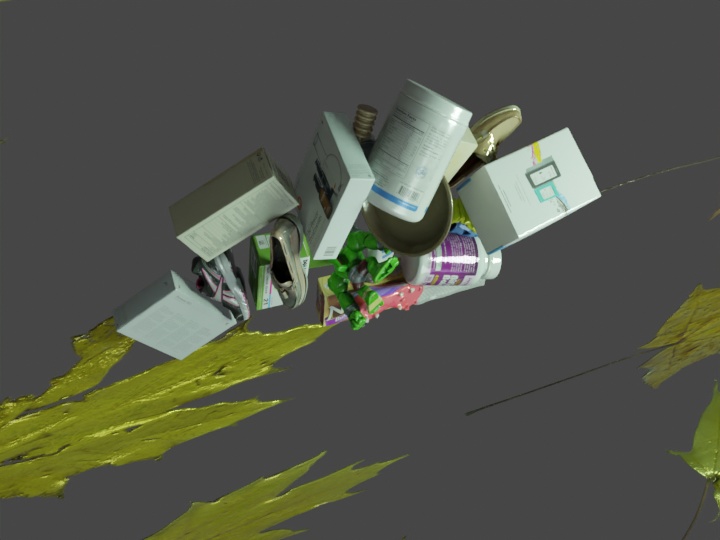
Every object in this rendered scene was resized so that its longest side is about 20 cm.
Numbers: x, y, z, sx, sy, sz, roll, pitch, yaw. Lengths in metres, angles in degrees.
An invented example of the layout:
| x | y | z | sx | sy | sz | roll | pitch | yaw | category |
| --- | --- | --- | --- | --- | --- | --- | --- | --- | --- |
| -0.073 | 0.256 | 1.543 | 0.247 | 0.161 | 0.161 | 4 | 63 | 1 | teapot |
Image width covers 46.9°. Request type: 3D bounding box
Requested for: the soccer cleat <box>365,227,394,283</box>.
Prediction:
| x | y | z | sx | sy | sz | roll | pitch | yaw | category |
| --- | --- | --- | --- | --- | --- | --- | --- | --- | --- |
| 0.040 | -0.055 | 1.686 | 0.085 | 0.071 | 0.201 | 17 | 133 | -21 | soccer cleat |

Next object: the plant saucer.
| x | y | z | sx | sy | sz | roll | pitch | yaw | category |
| --- | --- | --- | --- | --- | --- | --- | --- | --- | --- |
| 0.085 | -0.125 | 1.497 | 0.029 | 0.201 | 0.201 | -26 | 161 | -49 | plant saucer |

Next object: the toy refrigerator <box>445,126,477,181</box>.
| x | y | z | sx | sy | sz | roll | pitch | yaw | category |
| --- | --- | --- | --- | --- | --- | --- | --- | --- | --- |
| 0.121 | -0.190 | 1.518 | 0.069 | 0.077 | 0.201 | 5 | 139 | -37 | toy refrigerator |

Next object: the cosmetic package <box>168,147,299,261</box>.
| x | y | z | sx | sy | sz | roll | pitch | yaw | category |
| --- | --- | --- | --- | --- | --- | --- | --- | --- | --- |
| -0.215 | -0.110 | 1.418 | 0.197 | 0.074 | 0.104 | -29 | 148 | 9 | cosmetic package |

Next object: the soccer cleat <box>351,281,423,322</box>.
| x | y | z | sx | sy | sz | roll | pitch | yaw | category |
| --- | --- | --- | --- | --- | --- | --- | --- | --- | --- |
| 0.052 | 0.051 | 1.748 | 0.198 | 0.076 | 0.068 | -19 | 137 | -40 | soccer cleat |

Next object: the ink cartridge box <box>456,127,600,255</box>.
| x | y | z | sx | sy | sz | roll | pitch | yaw | category |
| --- | --- | --- | --- | --- | --- | --- | --- | --- | --- |
| 0.315 | -0.148 | 1.566 | 0.197 | 0.148 | 0.147 | -25 | 176 | -19 | ink cartridge box |

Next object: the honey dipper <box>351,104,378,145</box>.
| x | y | z | sx | sy | sz | roll | pitch | yaw | category |
| --- | --- | --- | --- | --- | --- | --- | --- | --- | --- |
| -0.013 | -0.182 | 1.418 | 0.037 | 0.038 | 0.203 | -2 | 123 | -31 | honey dipper |

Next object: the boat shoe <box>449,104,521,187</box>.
| x | y | z | sx | sy | sz | roll | pitch | yaw | category |
| --- | --- | --- | --- | --- | --- | --- | --- | --- | --- |
| 0.223 | -0.223 | 1.540 | 0.199 | 0.070 | 0.073 | -37 | 146 | 21 | boat shoe |

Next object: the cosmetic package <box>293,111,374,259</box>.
| x | y | z | sx | sy | sz | roll | pitch | yaw | category |
| --- | --- | --- | --- | --- | --- | --- | --- | --- | --- |
| -0.053 | -0.141 | 1.405 | 0.051 | 0.153 | 0.201 | -1 | 142 | -26 | cosmetic package |

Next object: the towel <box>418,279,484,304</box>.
| x | y | z | sx | sy | sz | roll | pitch | yaw | category |
| --- | --- | --- | --- | --- | --- | --- | --- | --- | --- |
| 0.216 | -0.004 | 1.896 | 0.196 | 0.033 | 0.193 | -15 | 147 | -16 | towel |

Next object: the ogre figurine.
| x | y | z | sx | sy | sz | roll | pitch | yaw | category |
| --- | --- | --- | --- | --- | --- | --- | --- | --- | --- |
| 0.000 | 0.000 | 1.631 | 0.097 | 0.119 | 0.203 | -25 | 141 | -38 | ogre figurine |

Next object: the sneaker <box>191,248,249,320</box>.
| x | y | z | sx | sy | sz | roll | pitch | yaw | category |
| --- | --- | --- | --- | --- | --- | --- | --- | --- | --- |
| -0.271 | 0.025 | 1.594 | 0.084 | 0.081 | 0.202 | -14 | 137 | 0 | sneaker |

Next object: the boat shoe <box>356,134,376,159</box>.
| x | y | z | sx | sy | sz | roll | pitch | yaw | category |
| --- | --- | --- | --- | --- | --- | --- | --- | --- | --- |
| -0.013 | -0.153 | 1.488 | 0.069 | 0.072 | 0.202 | -2 | 142 | -30 | boat shoe |

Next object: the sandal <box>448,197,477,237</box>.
| x | y | z | sx | sy | sz | roll | pitch | yaw | category |
| --- | --- | --- | --- | --- | --- | --- | --- | --- | --- |
| 0.185 | -0.108 | 1.692 | 0.198 | 0.081 | 0.086 | 13 | 154 | -43 | sandal |

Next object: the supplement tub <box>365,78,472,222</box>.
| x | y | z | sx | sy | sz | roll | pitch | yaw | category |
| --- | --- | --- | --- | --- | --- | --- | --- | --- | --- |
| 0.086 | -0.196 | 1.373 | 0.130 | 0.132 | 0.203 | 13 | 109 | -44 | supplement tub |

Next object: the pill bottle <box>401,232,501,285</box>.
| x | y | z | sx | sy | sz | roll | pitch | yaw | category |
| --- | --- | --- | --- | --- | --- | --- | --- | --- | --- |
| 0.193 | -0.024 | 1.751 | 0.196 | 0.114 | 0.113 | 0 | 142 | -19 | pill bottle |

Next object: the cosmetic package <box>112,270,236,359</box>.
| x | y | z | sx | sy | sz | roll | pitch | yaw | category |
| --- | --- | --- | --- | --- | --- | --- | --- | --- | --- |
| -0.361 | 0.092 | 1.627 | 0.149 | 0.052 | 0.200 | -30 | 148 | 13 | cosmetic package |

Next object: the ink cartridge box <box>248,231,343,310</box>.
| x | y | z | sx | sy | sz | roll | pitch | yaw | category |
| --- | --- | --- | --- | --- | --- | --- | --- | --- | --- |
| -0.116 | -0.012 | 1.624 | 0.196 | 0.077 | 0.149 | -11 | 146 | -17 | ink cartridge box |

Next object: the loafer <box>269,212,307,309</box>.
| x | y | z | sx | sy | sz | roll | pitch | yaw | category |
| --- | --- | --- | --- | --- | --- | --- | --- | --- | --- |
| -0.138 | -0.006 | 1.481 | 0.063 | 0.071 | 0.203 | -48 | 150 | -44 | loafer |

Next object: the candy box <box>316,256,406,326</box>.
| x | y | z | sx | sy | sz | roll | pitch | yaw | category |
| --- | --- | --- | --- | --- | --- | --- | --- | --- | --- |
| 0.003 | 0.046 | 1.807 | 0.196 | 0.057 | 0.118 | -15 | 147 | -16 | candy box |
